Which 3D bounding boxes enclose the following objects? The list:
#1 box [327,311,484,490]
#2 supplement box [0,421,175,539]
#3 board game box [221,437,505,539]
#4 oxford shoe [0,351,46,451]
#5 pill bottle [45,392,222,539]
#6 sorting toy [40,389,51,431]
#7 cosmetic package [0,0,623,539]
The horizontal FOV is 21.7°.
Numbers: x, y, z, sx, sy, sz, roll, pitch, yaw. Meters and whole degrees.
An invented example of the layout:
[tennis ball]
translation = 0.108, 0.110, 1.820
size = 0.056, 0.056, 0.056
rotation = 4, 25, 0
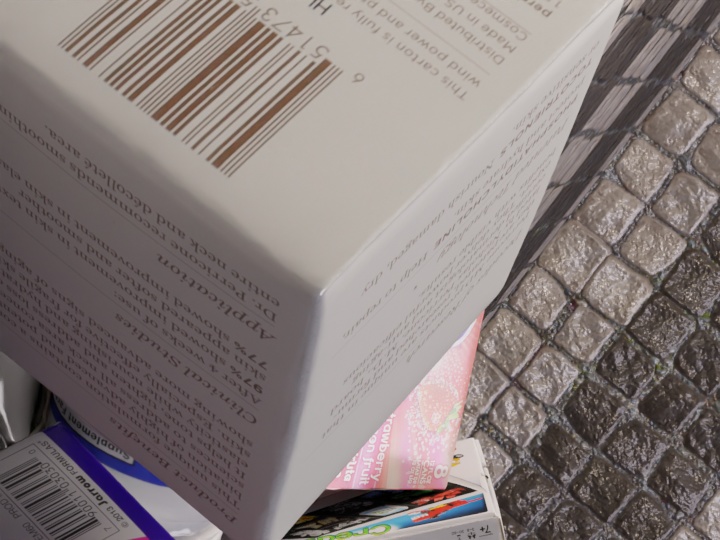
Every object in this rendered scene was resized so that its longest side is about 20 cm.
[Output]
[box]
translation = 0.000, 0.000, 0.934
size = 0.094, 0.102, 0.201
rotation = 5, 100, -37
[supplement box]
translation = -0.176, 0.163, 0.754
size = 0.200, 0.101, 0.104
rotation = -25, 144, -38
[board game box]
translation = -0.029, 0.137, 0.962
size = 0.199, 0.035, 0.126
rotation = -11, -168, 1
[oxford shoe]
translation = -0.173, 0.079, 0.865
size = 0.200, 0.058, 0.075
rotation = -58, 167, 30
[pill bottle]
translation = -0.082, 0.043, 0.861
size = 0.112, 0.112, 0.201
rotation = -36, 147, -59
[sorting toy]
translation = -0.116, 0.070, 1.068
size = 0.200, 0.070, 0.199
rotation = -50, 171, -6
[cosmetic package]
translation = -0.038, -0.039, 0.669
size = 0.166, 0.167, 0.200
rotation = -46, 166, -29
